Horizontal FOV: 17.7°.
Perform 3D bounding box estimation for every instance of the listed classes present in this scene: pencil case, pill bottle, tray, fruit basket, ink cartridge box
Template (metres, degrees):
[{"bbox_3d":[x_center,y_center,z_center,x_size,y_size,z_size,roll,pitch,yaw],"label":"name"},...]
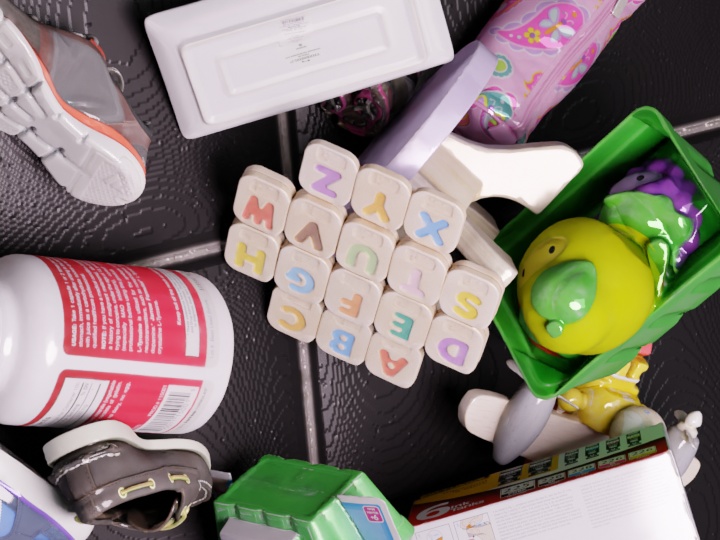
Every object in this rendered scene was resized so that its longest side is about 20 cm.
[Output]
[{"bbox_3d":[0.142,-0.176,1.763,0.200,0.087,0.087,-50,124,-19],"label":"pencil case"},{"bbox_3d":[-0.193,0.048,1.527,0.200,0.112,0.113,7,94,-38],"label":"pill bottle"},{"bbox_3d":[-0.039,-0.154,1.584,0.199,0.022,0.108,-16,128,1],"label":"tray"},{"bbox_3d":[-0.022,0.235,1.647,0.094,0.185,0.200,-34,117,-37],"label":"fruit basket"},{"bbox_3d":[0.166,-0.005,1.654,0.215,0.156,0.216,-21,152,-12],"label":"fruit basket"},{"bbox_3d":[0.142,0.184,1.708,0.199,0.176,0.084,-17,93,6],"label":"ink cartridge box"}]

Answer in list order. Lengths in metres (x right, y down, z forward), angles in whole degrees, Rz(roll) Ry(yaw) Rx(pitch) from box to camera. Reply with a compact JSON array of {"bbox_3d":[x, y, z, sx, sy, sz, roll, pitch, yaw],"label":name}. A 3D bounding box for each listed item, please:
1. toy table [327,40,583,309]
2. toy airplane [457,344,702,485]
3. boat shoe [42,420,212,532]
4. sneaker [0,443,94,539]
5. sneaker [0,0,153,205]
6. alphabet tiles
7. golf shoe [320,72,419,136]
[{"bbox_3d":[0.059,-0.051,1.660,0.117,0.184,0.200,41,110,-11],"label":"toy table"},{"bbox_3d":[0.178,0.131,1.810,0.200,0.141,0.200,-34,118,-29],"label":"toy airplane"},{"bbox_3d":[-0.150,0.148,1.560,0.061,0.072,0.201,68,15,18],"label":"boat shoe"},{"bbox_3d":[-0.284,0.171,1.508,0.200,0.081,0.147,41,82,-39],"label":"sneaker"},{"bbox_3d":[-0.209,-0.131,1.524,0.200,0.077,0.082,51,41,-33],"label":"sneaker"},{"bbox_3d":[0.000,0.000,1.614,0.196,0.200,0.015,106,11,-48],"label":"alphabet tiles"},{"bbox_3d":[0.002,-0.197,1.645,0.092,0.072,0.200,-49,147,-34],"label":"golf shoe"}]
